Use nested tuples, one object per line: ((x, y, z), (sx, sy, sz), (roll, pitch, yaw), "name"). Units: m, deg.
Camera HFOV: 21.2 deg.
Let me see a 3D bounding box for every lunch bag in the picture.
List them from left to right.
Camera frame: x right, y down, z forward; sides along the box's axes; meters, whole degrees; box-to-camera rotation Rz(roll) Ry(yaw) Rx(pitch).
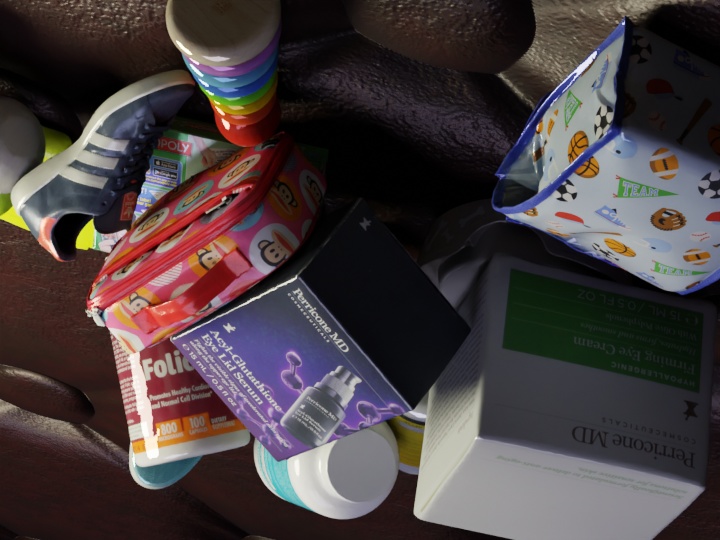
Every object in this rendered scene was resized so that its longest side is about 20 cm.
((-0.127, -0.015, 1.562), (0.199, 0.177, 0.082), (-31, 109, 26), "lunch bag")
((0.208, -0.071, 1.401), (0.169, 0.125, 0.200), (22, 146, -13), "lunch bag")

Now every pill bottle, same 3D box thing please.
((-0.177, 0.077, 1.823), (0.113, 0.202, 0.114), (-12, 176, -1), "pill bottle")
((-0.029, 0.181, 1.866), (0.110, 0.112, 0.200), (25, 173, -16), "pill bottle")
((0.064, 0.130, 1.899), (0.111, 0.113, 0.200), (15, 154, 4), "pill bottle")

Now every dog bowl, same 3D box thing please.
((0.140, 0.006, 1.643), (0.198, 0.059, 0.201), (7, 153, 4), "dog bowl")

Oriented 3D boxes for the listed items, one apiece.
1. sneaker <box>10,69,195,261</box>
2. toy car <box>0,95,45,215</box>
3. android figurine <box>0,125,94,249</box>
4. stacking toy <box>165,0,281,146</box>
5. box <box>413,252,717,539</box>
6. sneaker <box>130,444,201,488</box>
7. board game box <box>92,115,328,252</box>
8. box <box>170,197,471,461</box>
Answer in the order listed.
((-0.198, -0.082, 1.591), (0.200, 0.085, 0.075), (-39, 164, 26), "sneaker")
((-0.380, -0.107, 1.627), (0.174, 0.150, 0.201), (-12, 122, 44), "toy car")
((-0.303, -0.081, 1.790), (0.198, 0.041, 0.182), (20, 153, -1), "android figurine")
((-0.093, -0.153, 1.480), (0.084, 0.086, 0.200), (12, 159, 10), "stacking toy")
((0.167, 0.118, 1.597), (0.197, 0.173, 0.200), (13, 153, -8), "box")
((-0.193, 0.130, 1.955), (0.079, 0.202, 0.130), (28, 161, -18), "sneaker")
((-0.131, -0.060, 1.659), (0.198, 0.029, 0.136), (13, 119, 9), "board game box")
((-0.034, 0.052, 1.575), (0.148, 0.104, 0.199), (49, 141, -12), "box")
